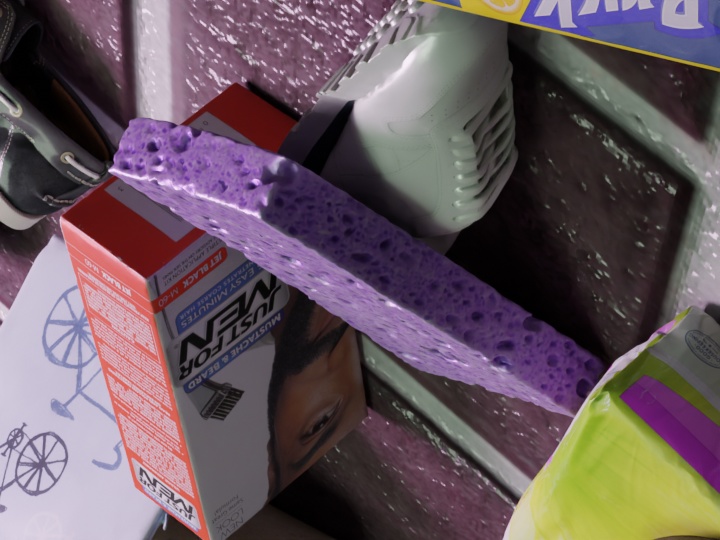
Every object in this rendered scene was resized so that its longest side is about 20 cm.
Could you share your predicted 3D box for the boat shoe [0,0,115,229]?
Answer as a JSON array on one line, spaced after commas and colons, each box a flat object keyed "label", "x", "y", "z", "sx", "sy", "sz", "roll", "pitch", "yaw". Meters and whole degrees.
[{"label": "boat shoe", "x": -0.189, "y": -0.122, "z": 1.291, "sx": 0.068, "sy": 0.072, "sz": 0.200, "roll": -25, "pitch": 99, "yaw": 27}]

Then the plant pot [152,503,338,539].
[{"label": "plant pot", "x": -0.098, "y": 0.189, "z": 1.432, "sx": 0.183, "sy": 0.200, "sz": 0.201, "roll": 15, "pitch": 139, "yaw": 35}]

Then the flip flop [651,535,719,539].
[{"label": "flip flop", "x": 0.156, "y": 0.169, "z": 0.935, "sx": 0.200, "sy": 0.058, "sz": 0.081, "roll": 43, "pitch": 150, "yaw": 33}]

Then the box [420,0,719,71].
[{"label": "box", "x": 0.078, "y": -0.117, "z": 0.825, "sx": 0.200, "sy": 0.064, "sz": 0.070, "roll": 19, "pitch": 142, "yaw": 47}]

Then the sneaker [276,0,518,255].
[{"label": "sneaker", "x": 0.029, "y": -0.062, "z": 0.990, "sx": 0.080, "sy": 0.076, "sz": 0.200, "roll": 42, "pitch": 163, "yaw": 1}]

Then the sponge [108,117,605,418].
[{"label": "sponge", "x": 0.000, "y": 0.000, "z": 1.056, "sx": 0.200, "sy": 0.030, "sz": 0.112, "roll": 32, "pitch": 170, "yaw": -39}]

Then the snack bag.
[{"label": "snack bag", "x": -0.150, "y": 0.093, "z": 1.365, "sx": 0.188, "sy": 0.200, "sz": 0.021, "roll": 23, "pitch": 172, "yaw": 43}]

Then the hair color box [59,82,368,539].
[{"label": "hair color box", "x": -0.063, "y": 0.024, "z": 1.205, "sx": 0.064, "sy": 0.111, "sz": 0.200, "roll": 35, "pitch": 152, "yaw": 30}]

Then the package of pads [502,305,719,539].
[{"label": "package of pads", "x": 0.139, "y": 0.116, "z": 1.044, "sx": 0.155, "sy": 0.068, "sz": 0.200, "roll": 44, "pitch": 154, "yaw": 13}]
